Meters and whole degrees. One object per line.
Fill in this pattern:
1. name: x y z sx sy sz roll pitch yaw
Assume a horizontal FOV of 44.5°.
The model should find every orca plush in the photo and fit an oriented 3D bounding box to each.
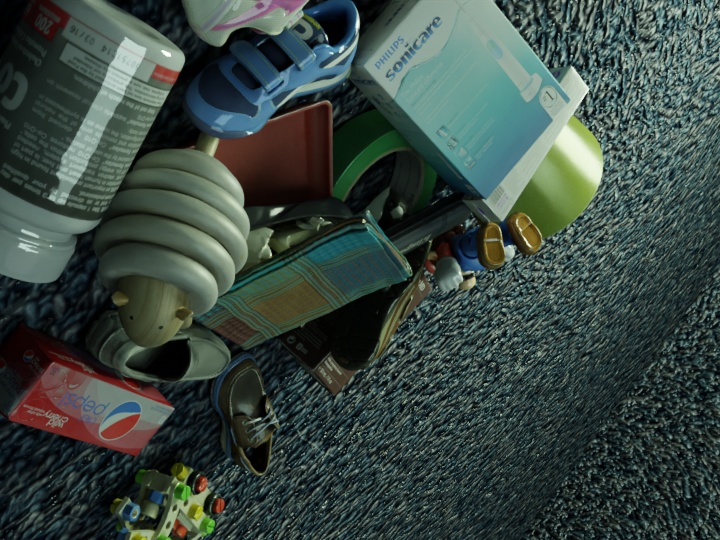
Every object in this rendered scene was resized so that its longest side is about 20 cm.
1. orca plush: 0.000 0.000 0.979 0.200 0.071 0.106 -47 162 -28

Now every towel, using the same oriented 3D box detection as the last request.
1. towel: -0.057 0.018 0.858 0.199 0.022 0.147 -26 153 10

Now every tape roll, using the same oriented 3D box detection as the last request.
1. tape roll: 0.008 -0.091 1.041 0.200 0.048 0.201 -34 146 -27

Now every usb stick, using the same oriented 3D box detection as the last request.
1. usb stick: 0.048 -0.037 0.956 0.199 0.033 0.055 -28 169 -32

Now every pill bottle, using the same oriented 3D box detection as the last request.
1. pill bottle: -0.224 -0.100 0.650 0.114 0.114 0.201 14 110 -57

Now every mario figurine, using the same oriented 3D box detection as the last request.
1. mario figurine: 0.143 -0.011 1.072 0.122 0.200 0.107 18 80 -17

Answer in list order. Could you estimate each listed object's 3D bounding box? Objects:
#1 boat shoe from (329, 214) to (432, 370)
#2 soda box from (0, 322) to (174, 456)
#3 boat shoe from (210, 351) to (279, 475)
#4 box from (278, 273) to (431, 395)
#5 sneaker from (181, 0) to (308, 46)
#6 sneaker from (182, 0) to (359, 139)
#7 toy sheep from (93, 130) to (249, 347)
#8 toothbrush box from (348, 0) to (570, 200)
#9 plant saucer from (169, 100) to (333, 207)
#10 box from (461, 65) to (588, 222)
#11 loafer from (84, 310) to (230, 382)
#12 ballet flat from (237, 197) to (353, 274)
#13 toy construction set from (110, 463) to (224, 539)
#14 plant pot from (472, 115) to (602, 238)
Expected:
1. boat shoe: 0.028 0.028 1.072 0.201 0.075 0.074 -61 160 -1
2. soda box: -0.274 0.123 0.869 0.070 0.063 0.200 -50 150 -2
3. boat shoe: -0.136 0.184 1.110 0.072 0.072 0.201 -34 145 -28
4. box: -0.003 0.058 1.160 0.200 0.075 0.100 -48 150 -10
5. sneaker: -0.073 -0.251 0.741 0.199 0.081 0.089 -25 142 -25
6. sneaker: -0.076 -0.187 0.784 0.200 0.074 0.082 -40 173 -35
7. toy sheep: -0.154 -0.031 0.730 0.138 0.137 0.202 59 34 -58
8. toothbrush box: 0.099 -0.197 0.921 0.200 0.085 0.147 42 85 -25
9. plant saucer: -0.121 -0.067 0.875 0.198 0.037 0.201 -24 141 -22
10. box: 0.186 -0.142 0.988 0.041 0.039 0.201 42 73 -27
11. loafer: -0.201 0.092 0.928 0.070 0.070 0.200 -57 149 9
12. ballet flat: -0.086 -0.028 0.859 0.199 0.073 0.074 -14 134 -31
13. toy construction set: -0.238 0.314 1.091 0.201 0.091 0.132 92 21 -56
14. plant pot: 0.174 -0.162 1.092 0.188 0.187 0.200 -52 134 1
